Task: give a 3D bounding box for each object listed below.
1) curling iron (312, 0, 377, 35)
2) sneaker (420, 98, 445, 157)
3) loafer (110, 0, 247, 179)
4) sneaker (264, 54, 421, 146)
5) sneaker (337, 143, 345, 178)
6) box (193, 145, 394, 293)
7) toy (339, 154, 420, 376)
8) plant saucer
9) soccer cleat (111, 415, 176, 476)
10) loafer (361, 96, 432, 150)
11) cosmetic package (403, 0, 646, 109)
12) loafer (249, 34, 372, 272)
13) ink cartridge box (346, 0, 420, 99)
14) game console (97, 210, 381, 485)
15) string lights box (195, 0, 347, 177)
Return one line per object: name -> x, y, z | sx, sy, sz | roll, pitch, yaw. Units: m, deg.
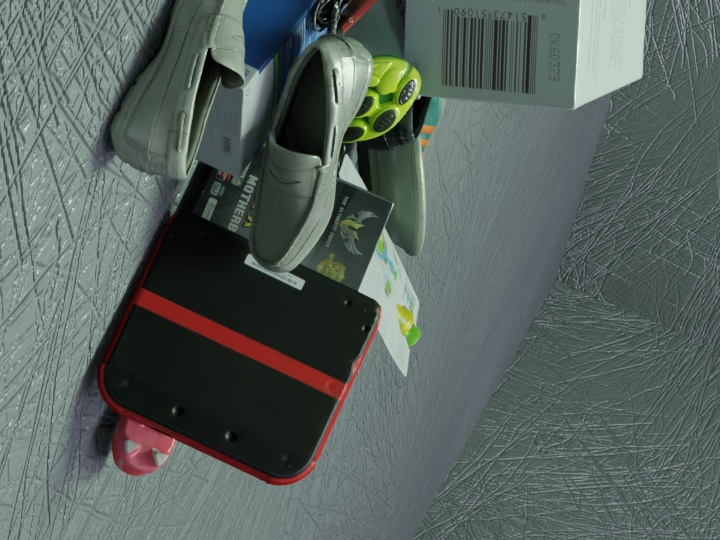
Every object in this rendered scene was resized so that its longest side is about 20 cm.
curling iron -> 0.018, -0.250, 1.400 | 0.200, 0.025, 0.050 | -44, 151, -46
sneaker -> 0.046, -0.152, 1.904 | 0.201, 0.071, 0.080 | 101, 13, -49
loafer -> -0.113, -0.159, 1.227 | 0.201, 0.069, 0.070 | -65, 167, -9
sneaker -> -0.033, -0.144, 1.460 | 0.199, 0.074, 0.084 | -26, -147, 33
sneaker -> -0.053, -0.044, 1.502 | 0.091, 0.076, 0.201 | -29, -131, 37
box -> -0.081, 0.004, 1.426 | 0.048, 0.158, 0.201 | 138, -25, -84
toy -> 0.000, 0.000, 1.641 | 0.200, 0.047, 0.115 | 59, 28, -32
plant saucer -> 0.027, -0.113, 1.754 | 0.200, 0.050, 0.201 | 174, -90, -83
soccer cleat -> -0.170, 0.089, 1.482 | 0.076, 0.066, 0.201 | -17, -131, 64
loafer -> 0.059, -0.195, 1.610 | 0.201, 0.070, 0.068 | -65, 146, -32
cosmetic package -> 0.151, -0.243, 1.471 | 0.200, 0.164, 0.166 | -29, 124, -61
loafer -> -0.051, -0.093, 1.329 | 0.070, 0.070, 0.201 | -8, 119, -60
ink cartridge box -> 0.043, -0.279, 1.540 | 0.200, 0.084, 0.145 | -59, 143, -29
game console -> -0.103, 0.067, 1.385 | 0.031, 0.199, 0.178 | 137, -22, -78
string lights box -> -0.075, -0.183, 1.370 | 0.200, 0.059, 0.103 | -57, 165, -38
